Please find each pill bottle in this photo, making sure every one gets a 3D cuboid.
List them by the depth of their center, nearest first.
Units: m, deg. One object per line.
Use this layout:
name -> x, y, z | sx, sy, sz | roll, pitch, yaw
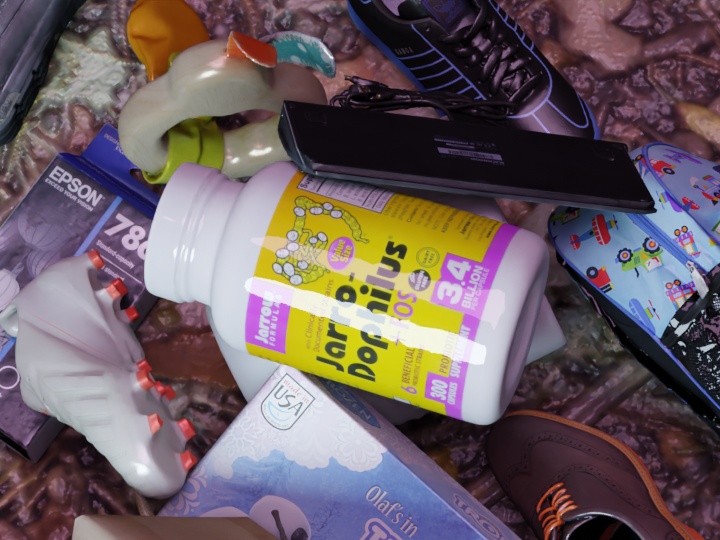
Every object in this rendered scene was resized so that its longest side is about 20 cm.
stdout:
pill bottle -> -0.008, 0.005, 1.350 | 0.199, 0.104, 0.105 | 16, 72, 11

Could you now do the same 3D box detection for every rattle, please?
rattle -> -0.076, -0.139, 1.501 | 0.129, 0.200, 0.144 | 9, 65, -3

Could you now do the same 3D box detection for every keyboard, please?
keyboard -> 0.052, -0.067, 1.390 | 0.198, 0.021, 0.127 | 7, 28, -14

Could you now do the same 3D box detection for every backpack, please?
backpack -> 0.212, -0.001, 1.452 | 0.200, 0.182, 0.135 | 43, 111, 18

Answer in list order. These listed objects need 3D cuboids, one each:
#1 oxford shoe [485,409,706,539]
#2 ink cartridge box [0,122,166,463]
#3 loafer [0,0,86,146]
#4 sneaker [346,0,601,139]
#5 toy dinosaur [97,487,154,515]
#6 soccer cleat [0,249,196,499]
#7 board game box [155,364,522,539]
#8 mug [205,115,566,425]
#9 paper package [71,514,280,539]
oxford shoe -> 0.126, 0.133, 1.433 | 0.200, 0.072, 0.071 | 39, 104, 44
ink cartridge box -> -0.176, 0.006, 1.541 | 0.099, 0.039, 0.201 | 32, 74, 13
loafer -> -0.207, -0.173, 1.588 | 0.070, 0.068, 0.202 | 26, 77, 1
sneaker -> 0.065, -0.131, 1.559 | 0.200, 0.078, 0.070 | 40, 76, 14
toy dinosaur -> -0.087, 0.169, 1.482 | 0.198, 0.058, 0.102 | 7, 86, 11
soccer cleat -> -0.148, 0.068, 1.439 | 0.077, 0.069, 0.200 | -34, 41, 3
board game box -> -0.022, 0.182, 1.409 | 0.200, 0.043, 0.199 | 41, 105, 5
mug -> 0.000, 0.000, 1.492 | 0.175, 0.148, 0.201 | -28, 45, 3
paper package -> -0.074, 0.236, 1.298 | 0.103, 0.200, 0.192 | 3, 102, -31
